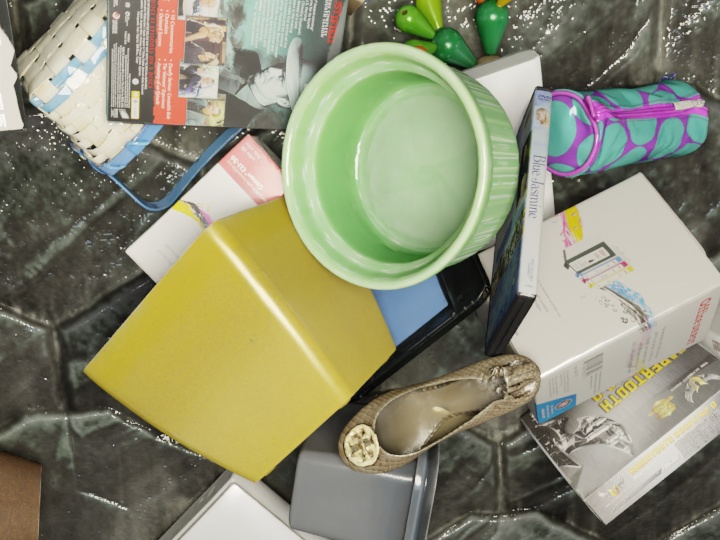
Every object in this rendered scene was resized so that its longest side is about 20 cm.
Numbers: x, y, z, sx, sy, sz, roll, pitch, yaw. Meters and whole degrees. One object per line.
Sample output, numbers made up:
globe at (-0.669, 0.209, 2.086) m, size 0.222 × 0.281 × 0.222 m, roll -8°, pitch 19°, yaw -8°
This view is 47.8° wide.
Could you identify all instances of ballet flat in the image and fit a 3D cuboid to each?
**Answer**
ballet flat at (0.067, 0.127, 0.724) m, size 0.199 × 0.046 × 0.068 m, roll -24°, pitch 78°, yaw 12°

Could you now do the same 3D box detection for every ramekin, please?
ramekin at (0.038, -0.088, 0.702) m, size 0.199 × 0.098 × 0.201 m, roll 5°, pitch 99°, yaw 33°

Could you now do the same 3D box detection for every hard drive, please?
hard drive at (0.126, -0.109, 0.823) m, size 0.131 × 0.026 × 0.200 m, roll -19°, pitch 129°, yaw -2°

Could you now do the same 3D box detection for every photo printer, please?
photo printer at (-0.120, 0.336, 0.914) m, size 0.200 × 0.069 × 0.166 m, roll 44°, pitch 95°, yaw -13°

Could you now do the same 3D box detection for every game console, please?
game console at (0.000, 0.000, 0.804) m, size 0.116 × 0.176 × 0.200 m, roll 26°, pitch 123°, yaw -40°

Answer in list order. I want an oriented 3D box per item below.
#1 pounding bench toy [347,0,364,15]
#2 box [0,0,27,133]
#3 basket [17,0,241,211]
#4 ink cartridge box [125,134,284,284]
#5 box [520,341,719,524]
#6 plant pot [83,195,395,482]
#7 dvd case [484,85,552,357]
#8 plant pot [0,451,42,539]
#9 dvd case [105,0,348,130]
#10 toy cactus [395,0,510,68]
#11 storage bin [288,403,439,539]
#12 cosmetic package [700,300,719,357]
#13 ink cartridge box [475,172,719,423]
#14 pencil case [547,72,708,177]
pounding bench toy at (-0.014, -0.361, 0.747) m, size 0.156 × 0.124 × 0.201 m, roll 24°, pitch 99°, yaw -11°
box at (-0.333, -0.201, 0.709) m, size 0.043 × 0.200 × 0.161 m, roll -10°, pitch 103°, yaw -25°
basket at (-0.203, -0.168, 0.772) m, size 0.176 × 0.139 × 0.200 m, roll -45°, pitch 130°, yaw 2°
ink cartridge box at (-0.156, -0.042, 0.803) m, size 0.200 × 0.116 × 0.068 m, roll -43°, pitch 97°, yaw 4°
box at (0.289, 0.151, 0.870) m, size 0.200 × 0.158 × 0.048 m, roll -40°, pitch 114°, yaw 4°
plant pot at (-0.088, 0.068, 0.747) m, size 0.176 × 0.200 × 0.200 m, roll 48°, pitch 114°, yaw 4°
dvd case at (0.138, -0.039, 0.716) m, size 0.017 × 0.143 × 0.201 m, roll 9°, pitch 65°, yaw 2°
plant pot at (-0.430, 0.245, 0.821) m, size 0.199 × 0.187 × 0.188 m, roll 2°, pitch 102°, yaw -22°
dvd case at (-0.113, -0.192, 0.693) m, size 0.199 × 0.022 × 0.146 m, roll -1°, pitch 121°, yaw -19°
toy cactus at (0.109, -0.218, 0.816) m, size 0.165 × 0.102 × 0.200 m, roll 31°, pitch 89°, yaw -21°
storage bin at (0.006, 0.198, 0.842) m, size 0.134 × 0.200 × 0.146 m, roll 10°, pitch 101°, yaw 2°
cosmetic package at (0.467, 0.061, 0.896) m, size 0.199 × 0.113 × 0.081 m, roll -20°, pitch 103°, yaw 0°
ink cartridge box at (0.231, 0.031, 0.820) m, size 0.199 × 0.147 × 0.145 m, roll -27°, pitch 60°, yaw 0°
pencil case at (0.257, -0.144, 0.801) m, size 0.199 × 0.092 × 0.085 m, roll -14°, pitch 80°, yaw -36°
